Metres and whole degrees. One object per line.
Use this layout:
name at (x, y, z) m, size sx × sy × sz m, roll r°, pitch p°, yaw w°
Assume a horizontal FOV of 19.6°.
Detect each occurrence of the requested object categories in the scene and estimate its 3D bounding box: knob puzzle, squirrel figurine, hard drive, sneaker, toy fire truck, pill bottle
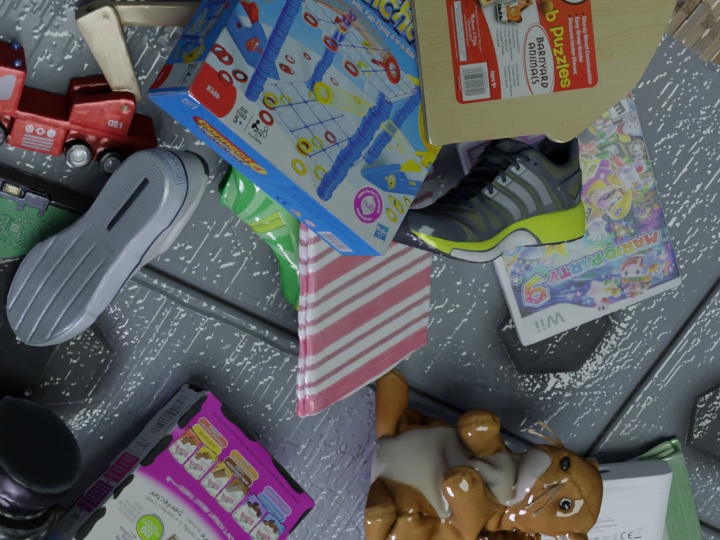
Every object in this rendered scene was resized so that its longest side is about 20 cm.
knob puzzle at (0.132, -0.191, 1.496) m, size 0.218 × 0.030 × 0.222 m, roll -1°, pitch 96°, yaw -13°
squirrel figurine at (0.103, 0.190, 1.693) m, size 0.185 × 0.142 × 0.201 m, roll 2°, pitch 139°, yaw 5°
hard drive at (-0.287, 0.017, 1.567) m, size 0.139 × 0.038 × 0.201 m, roll 18°, pitch 115°, yaw -23°
sneaker at (-0.178, -0.013, 1.514) m, size 0.200 × 0.073 × 0.071 m, roll -41°, pitch 162°, yaw 29°
sneaker at (0.095, -0.057, 1.555) m, size 0.199 × 0.074 × 0.082 m, roll -14°, pitch 112°, yaw -46°
toy fire truck at (-0.180, -0.143, 1.494) m, size 0.198 × 0.049 × 0.142 m, roll 13°, pitch 115°, yaw -19°
sneaker at (-0.060, -0.057, 1.571) m, size 0.083 × 0.074 × 0.201 m, roll 12°, pitch 136°, yaw 24°
hard drive at (0.194, 0.257, 1.806) m, size 0.131 × 0.027 × 0.201 m, roll -4°, pitch 121°, yaw -13°
pill bottle at (-0.300, 0.188, 1.594) m, size 0.111 × 0.112 × 0.200 m, roll 27°, pitch 126°, yaw -26°

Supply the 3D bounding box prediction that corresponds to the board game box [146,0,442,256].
board game box at (-0.020, -0.146, 1.468) m, size 0.200 × 0.056 × 0.197 m, roll 38°, pitch 70°, yaw -30°

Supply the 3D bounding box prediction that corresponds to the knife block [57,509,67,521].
knife block at (-0.245, 0.286, 1.719) m, size 0.198 × 0.064 × 0.177 m, roll 7°, pitch 118°, yaw -18°

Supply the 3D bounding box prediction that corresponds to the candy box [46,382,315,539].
candy box at (-0.152, 0.208, 1.641) m, size 0.200 × 0.061 × 0.137 m, roll -47°, pitch 110°, yaw -15°

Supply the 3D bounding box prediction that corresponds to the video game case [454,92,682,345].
video game case at (0.167, -0.046, 1.654) m, size 0.142 × 0.018 × 0.201 m, roll -22°, pitch 123°, yaw -1°

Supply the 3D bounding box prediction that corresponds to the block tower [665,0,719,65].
block tower at (0.278, -0.183, 1.581) m, size 0.199 × 0.058 × 0.054 m, roll 30°, pitch 109°, yaw -29°

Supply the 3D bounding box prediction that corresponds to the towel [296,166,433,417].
towel at (0.000, 0.000, 1.590) m, size 0.146 × 0.030 × 0.202 m, roll -30°, pitch 131°, yaw -44°

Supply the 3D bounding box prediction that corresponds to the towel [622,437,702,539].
towel at (0.199, 0.237, 1.825) m, size 0.198 × 0.023 × 0.153 m, roll -19°, pitch 123°, yaw -4°
